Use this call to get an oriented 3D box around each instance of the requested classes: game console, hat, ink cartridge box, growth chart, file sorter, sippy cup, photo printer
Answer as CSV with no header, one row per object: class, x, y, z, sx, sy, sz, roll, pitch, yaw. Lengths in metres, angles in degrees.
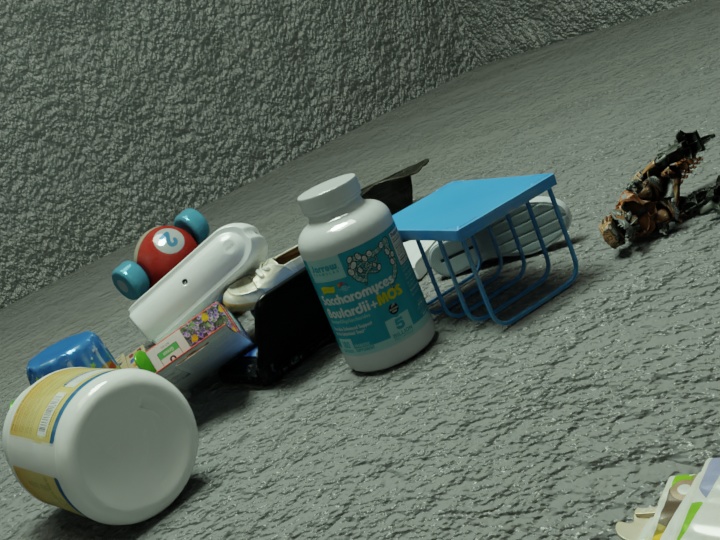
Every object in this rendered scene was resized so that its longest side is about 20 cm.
game console,-0.085,0.046,1.140,0.199,0.118,0.175,-33,17,-36
hat,0.049,-0.125,1.636,0.198,0.082,0.201,-24,5,2
ink cartridge box,-0.201,0.092,1.111,0.108,0.051,0.200,-35,-11,-5
growth chart,0.214,0.142,0.502,0.199,0.018,0.144,-34,17,-36
file sorter,0.127,-0.023,1.032,0.138,0.124,0.199,-29,15,-23
sippy cup,-0.353,0.154,1.149,0.177,0.132,0.139,-30,15,-23
photo printer,-0.210,0.016,1.236,0.200,0.070,0.166,-42,-5,-4

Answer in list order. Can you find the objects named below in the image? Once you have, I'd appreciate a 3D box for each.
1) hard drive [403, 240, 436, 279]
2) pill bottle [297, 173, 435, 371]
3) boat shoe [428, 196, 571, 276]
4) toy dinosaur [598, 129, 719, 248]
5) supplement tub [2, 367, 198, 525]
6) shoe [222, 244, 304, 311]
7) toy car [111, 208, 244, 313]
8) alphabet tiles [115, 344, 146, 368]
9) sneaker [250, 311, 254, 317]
hard drive,0.020,0.000,1.329,0.198,0.027,0.132,-15,16,30
pill bottle,0.000,0.000,0.993,0.109,0.202,0.111,-22,14,6
boat shoe,0.178,-0.054,1.165,0.198,0.074,0.067,-17,17,29
toy dinosaur,0.344,-0.096,1.034,0.135,0.102,0.201,-32,24,51
supplement tub,-0.270,0.172,0.918,0.144,0.146,0.199,-34,17,-36
shoe,-0.095,-0.007,1.195,0.198,0.054,0.070,-25,26,-20
toy car,-0.262,0.014,1.479,0.198,0.179,0.185,6,41,40
alphabet tiles,-0.380,0.173,1.323,0.166,0.006,0.200,-38,16,-11
sneaker,-0.139,0.032,1.309,0.081,0.076,0.200,-18,0,-21
